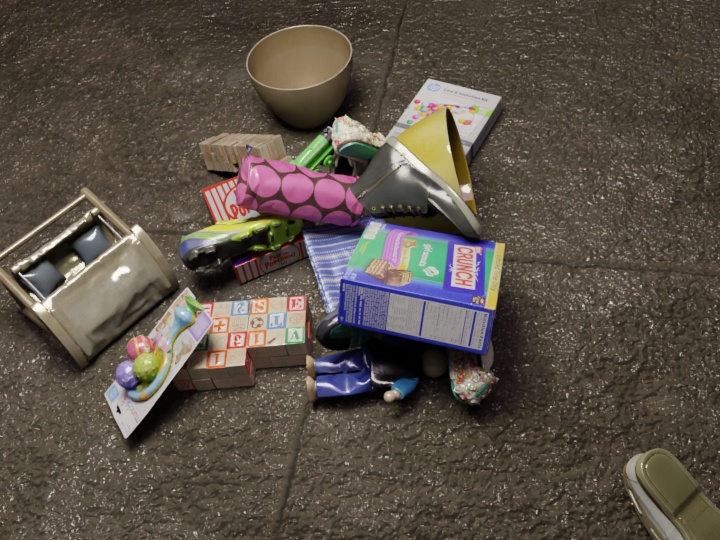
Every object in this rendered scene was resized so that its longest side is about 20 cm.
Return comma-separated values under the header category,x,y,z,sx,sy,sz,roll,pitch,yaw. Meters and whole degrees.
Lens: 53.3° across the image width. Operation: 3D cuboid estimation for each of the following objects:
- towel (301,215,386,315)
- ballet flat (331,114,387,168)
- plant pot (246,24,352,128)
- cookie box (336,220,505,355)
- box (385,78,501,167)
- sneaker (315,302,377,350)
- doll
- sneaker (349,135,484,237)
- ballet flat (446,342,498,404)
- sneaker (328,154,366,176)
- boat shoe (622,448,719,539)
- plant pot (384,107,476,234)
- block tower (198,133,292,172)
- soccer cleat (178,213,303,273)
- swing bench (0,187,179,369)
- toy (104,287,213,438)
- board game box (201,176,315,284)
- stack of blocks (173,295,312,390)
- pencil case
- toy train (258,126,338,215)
category,x,y,z,sx,sy,sz,roll,pitch,yaw
towel,0.000,0.000,1.114,0.143,0.024,0.201,-12,60,-15
ballet flat,0.018,-0.210,1.206,0.075,0.200,0.065,-25,69,23
plant pot,-0.107,-0.353,1.373,0.198,0.135,0.202,-4,50,4
cookie box,0.086,0.016,0.963,0.198,0.076,0.172,11,32,9
box,0.153,-0.266,1.330,0.155,0.041,0.201,20,55,22
sneaker,0.001,0.047,1.036,0.199,0.075,0.087,-21,48,-36
doll,0.024,0.135,1.015,0.198,0.049,0.137,-6,41,2
sneaker,0.080,-0.090,1.022,0.106,0.075,0.200,-48,65,8
ballet flat,0.152,0.093,1.002,0.064,0.075,0.201,-39,41,31
sneaker,-0.016,-0.189,1.261,0.074,0.087,0.201,1,50,10
boat shoe,0.378,0.301,0.823,0.074,0.069,0.201,-23,72,-18
plant pot,0.096,-0.144,1.155,0.141,0.201,0.201,-12,49,15
block tower,-0.206,-0.208,1.274,0.199,0.058,0.054,14,40,44
soccer cleat,-0.190,-0.061,1.132,0.198,0.065,0.084,-19,48,-9
swing bench,-0.432,0.008,1.127,0.199,0.130,0.199,31,60,27
toy,-0.297,0.118,1.008,0.200,0.047,0.115,-50,40,-2
board game box,-0.170,-0.086,1.222,0.150,0.047,0.201,-23,52,-11
stack of blocks,-0.173,0.107,1.058,0.198,0.059,0.116,-5,51,3
pencil case,-0.091,-0.127,1.113,0.198,0.092,0.094,12,22,-19
toy train,-0.101,-0.160,1.181,0.042,0.056,0.200,34,77,30
